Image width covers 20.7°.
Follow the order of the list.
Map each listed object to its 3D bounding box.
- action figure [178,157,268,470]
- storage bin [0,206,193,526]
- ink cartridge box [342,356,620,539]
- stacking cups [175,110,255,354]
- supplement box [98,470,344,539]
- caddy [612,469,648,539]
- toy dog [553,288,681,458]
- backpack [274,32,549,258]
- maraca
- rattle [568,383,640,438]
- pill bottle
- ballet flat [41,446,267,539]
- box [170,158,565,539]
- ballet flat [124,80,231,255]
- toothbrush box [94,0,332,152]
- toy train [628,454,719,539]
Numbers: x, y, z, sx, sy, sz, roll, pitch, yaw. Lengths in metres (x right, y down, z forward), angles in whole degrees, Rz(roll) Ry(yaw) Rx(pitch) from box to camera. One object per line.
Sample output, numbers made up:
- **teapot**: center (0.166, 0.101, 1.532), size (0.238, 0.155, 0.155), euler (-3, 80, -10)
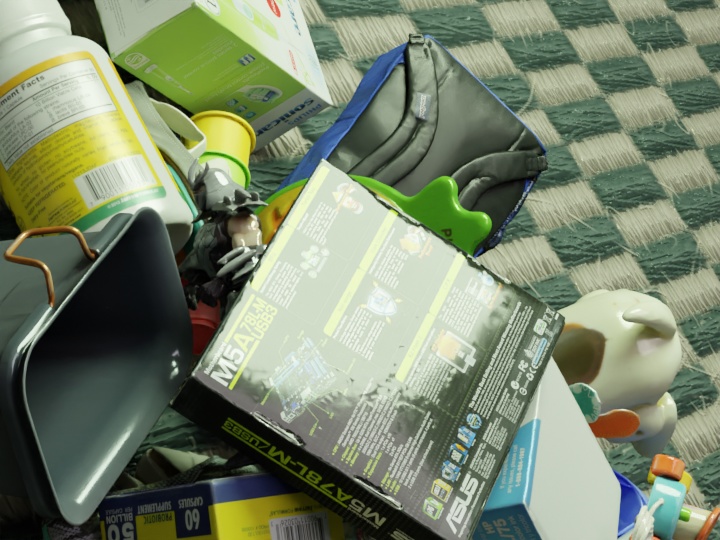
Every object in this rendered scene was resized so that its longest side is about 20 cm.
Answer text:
- **action figure**: center (-0.082, 0.024, 1.294), size (0.069, 0.130, 0.202), euler (-14, 92, -7)
- **storage bin**: center (-0.209, 0.047, 1.204), size (0.200, 0.133, 0.147), euler (-60, 144, -53)
- **ink cartridge box**: center (0.053, 0.170, 1.319), size (0.147, 0.198, 0.147), euler (59, 28, -33)
- **stacking cups**: center (-0.112, -0.025, 1.471), size (0.060, 0.060, 0.201), euler (26, 46, -30)
- **supplement box**: center (-0.074, 0.226, 1.186), size (0.109, 0.108, 0.202), euler (-1, 81, -47)
- **caddy**: center (0.170, 0.228, 1.504), size (0.199, 0.105, 0.142), euler (-20, 75, -53)
- **toy dog**: center (0.145, 0.094, 1.545), size (0.198, 0.194, 0.141), euler (-13, 79, -16)
- **backpack**: center (0.024, -0.050, 1.550), size (0.162, 0.168, 0.201), euler (39, 69, -9)
- **maraca**: center (0.000, 0.000, 1.363), size (0.107, 0.198, 0.139), euler (-8, 92, -65)
- **rattle**: center (0.079, 0.104, 1.409), size (0.200, 0.143, 0.130), euler (39, -13, 22)
- **pill bottle**: center (-0.207, -0.090, 1.372), size (0.112, 0.113, 0.201), euler (-12, 68, -51)
- **ballet flat**: center (-0.133, 0.149, 1.282), size (0.200, 0.072, 0.072), euler (-17, 72, -54)
- **box**: center (0.010, 0.055, 1.207), size (0.192, 0.048, 0.201), euler (31, 50, -3)
- **ballet flat**: center (-0.129, -0.073, 1.431), size (0.063, 0.068, 0.200), euler (-25, 53, -24)
- **toothbrush box**: center (-0.122, -0.203, 1.542), size (0.200, 0.086, 0.147), euler (33, 33, -55)
- **toy train**: center (0.201, 0.229, 1.361), size (0.055, 0.201, 0.151), euler (17, 34, 9)
